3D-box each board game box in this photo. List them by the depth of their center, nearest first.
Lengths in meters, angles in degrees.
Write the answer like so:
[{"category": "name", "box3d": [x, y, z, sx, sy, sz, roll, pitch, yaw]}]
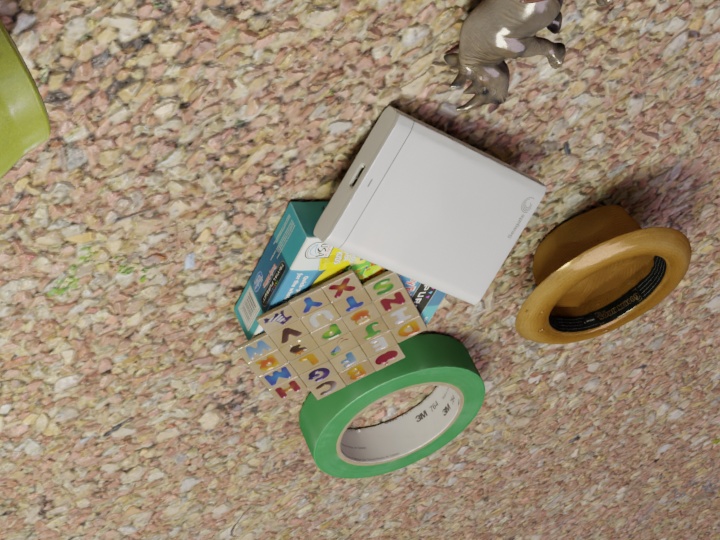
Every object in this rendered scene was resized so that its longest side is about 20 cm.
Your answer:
[{"category": "board game box", "box3d": [0.000, 0.000, 1.663, 0.200, 0.047, 0.151, -3, 141, -32]}]

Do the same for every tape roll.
[{"category": "tape roll", "box3d": [0.035, 0.147, 1.895, 0.200, 0.048, 0.201, -19, 147, -13]}]

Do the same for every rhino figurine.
[{"category": "rhino figurine", "box3d": [0.130, -0.203, 1.455, 0.087, 0.060, 0.200, 14, 133, -27]}]

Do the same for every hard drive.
[{"category": "hard drive", "box3d": [0.066, -0.055, 1.591, 0.200, 0.027, 0.132, 22, 104, -41]}]

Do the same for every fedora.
[{"category": "fedora", "box3d": [0.237, -0.004, 1.794, 0.200, 0.082, 0.201, -17, 151, -10]}]

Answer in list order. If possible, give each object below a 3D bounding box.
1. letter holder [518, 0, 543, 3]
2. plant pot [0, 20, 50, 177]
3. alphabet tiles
[{"category": "letter holder", "box3d": [0.129, -0.272, 1.206, 0.100, 0.143, 0.200, -1, 171, -34]}, {"category": "plant pot", "box3d": [-0.320, -0.100, 1.183, 0.193, 0.200, 0.201, -31, 150, -16]}, {"category": "alphabet tiles", "box3d": [-0.025, 0.065, 1.688, 0.166, 0.006, 0.200, -27, 150, 2]}]
